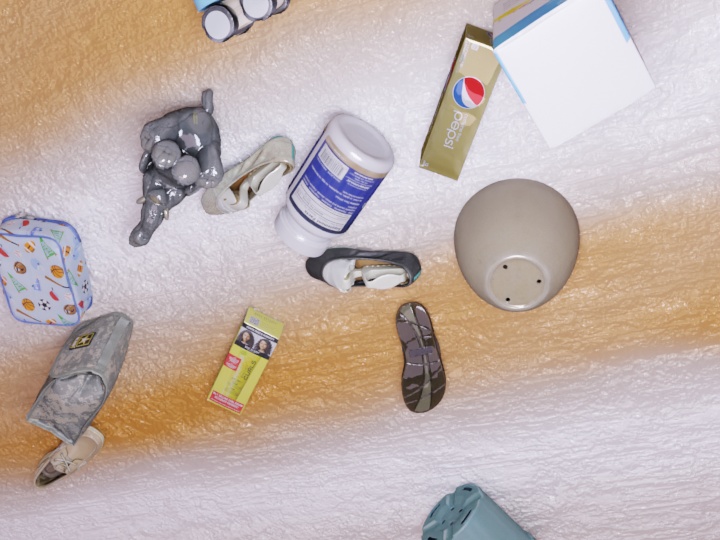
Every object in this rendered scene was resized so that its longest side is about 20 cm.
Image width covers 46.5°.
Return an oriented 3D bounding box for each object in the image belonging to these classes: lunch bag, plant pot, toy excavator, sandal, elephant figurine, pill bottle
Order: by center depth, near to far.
[{"bbox_3d":[-0.158,-0.435,1.114,0.191,0.100,0.203,-21,107,20],"label":"toy excavator"},{"bbox_3d":[-0.045,-0.123,1.262,0.114,0.117,0.201,32,122,-10],"label":"pill bottle"},{"bbox_3d":[0.235,-0.016,1.266,0.195,0.135,0.204,5,122,8],"label":"plant pot"},{"bbox_3d":[-0.291,-0.152,1.290,0.144,0.153,0.200,62,146,11],"label":"elephant figurine"},{"bbox_3d":[0.100,0.146,1.442,0.080,0.055,0.205,-10,105,9],"label":"sandal"},{"bbox_3d":[-0.556,-0.002,1.453,0.156,0.076,0.204,5,123,10],"label":"lunch bag"},{"bbox_3d":[-0.488,0.180,1.495,0.116,0.165,0.200,33,121,-15],"label":"lunch bag"},{"bbox_3d":[0.227,0.524,1.571,0.199,0.201,0.197,-36,102,27],"label":"plant pot"}]

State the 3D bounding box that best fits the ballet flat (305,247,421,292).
[{"bbox_3d":[0.000,0.000,1.357,0.195,0.069,0.069,-3,121,12],"label":"ballet flat"}]

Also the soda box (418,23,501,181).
[{"bbox_3d":[0.143,-0.235,1.188,0.063,0.068,0.203,17,123,-2],"label":"soda box"}]

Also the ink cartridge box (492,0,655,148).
[{"bbox_3d":[0.261,-0.285,1.059,0.144,0.201,0.148,-28,113,23],"label":"ink cartridge box"}]

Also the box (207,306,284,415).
[{"bbox_3d":[-0.208,0.164,1.504,0.074,0.050,0.202,26,122,-7],"label":"box"}]

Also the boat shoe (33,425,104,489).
[{"bbox_3d":[-0.592,0.382,1.696,0.198,0.065,0.072,-34,111,26],"label":"boat shoe"}]

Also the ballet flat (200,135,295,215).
[{"bbox_3d":[-0.177,-0.133,1.302,0.199,0.063,0.067,-37,141,27],"label":"ballet flat"}]
